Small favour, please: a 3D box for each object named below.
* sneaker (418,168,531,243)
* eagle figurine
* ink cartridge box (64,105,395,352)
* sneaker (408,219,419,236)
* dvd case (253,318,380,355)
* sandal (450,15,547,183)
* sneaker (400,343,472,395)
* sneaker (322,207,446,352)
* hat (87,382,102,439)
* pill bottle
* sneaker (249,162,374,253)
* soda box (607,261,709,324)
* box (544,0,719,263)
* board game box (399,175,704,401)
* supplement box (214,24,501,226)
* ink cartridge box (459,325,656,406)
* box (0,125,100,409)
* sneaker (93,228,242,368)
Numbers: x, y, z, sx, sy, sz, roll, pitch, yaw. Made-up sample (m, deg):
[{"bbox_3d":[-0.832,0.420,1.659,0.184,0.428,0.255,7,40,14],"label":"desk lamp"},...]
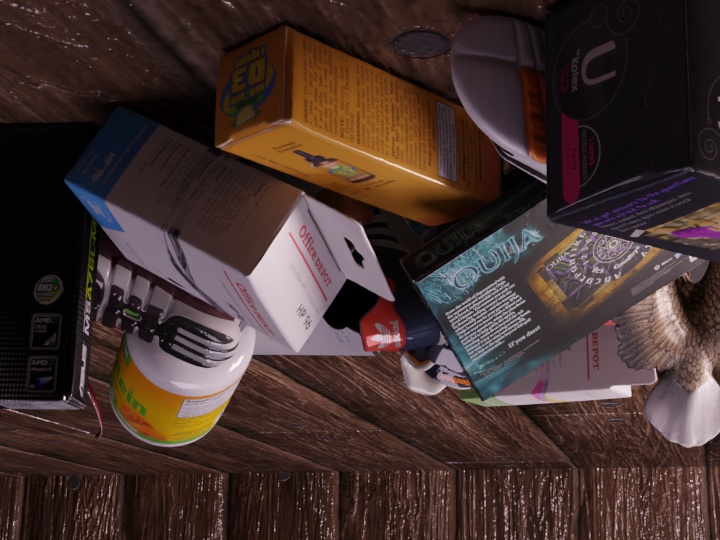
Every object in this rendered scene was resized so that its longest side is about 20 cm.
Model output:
[{"bbox_3d":[0.099,-0.040,0.916,0.113,0.076,0.200,1,165,2],"label":"sneaker"},{"bbox_3d":[0.258,0.022,0.975,0.151,0.152,0.201,38,157,23],"label":"eagle figurine"},{"bbox_3d":[-0.084,-0.019,0.820,0.199,0.068,0.116,26,162,26],"label":"ink cartridge box"},{"bbox_3d":[0.128,-0.005,1.035,0.198,0.081,0.078,7,175,-6],"label":"sneaker"},{"bbox_3d":[-0.088,0.022,1.087,0.199,0.018,0.143,-3,134,43],"label":"dvd case"},{"bbox_3d":[0.127,-0.082,0.737,0.205,0.080,0.059,16,161,-30],"label":"sandal"},{"bbox_3d":[0.088,0.043,0.933,0.078,0.080,0.200,18,156,-12],"label":"sneaker"},{"bbox_3d":[0.000,0.000,0.925,0.084,0.076,0.200,-16,-155,-14],"label":"sneaker"},{"bbox_3d":[-0.251,0.028,0.991,0.199,0.178,0.165,14,160,-39],"label":"hat"},{"bbox_3d":[-0.153,0.069,1.084,0.110,0.112,0.200,5,151,-16],"label":"pill bottle"},{"bbox_3d":[-0.048,-0.039,0.907,0.072,0.086,0.200,-2,168,-24],"label":"sneaker"},{"bbox_3d":[0.237,0.010,1.106,0.198,0.069,0.063,-2,165,9],"label":"soda box"},{"bbox_3d":[0.206,-0.077,0.685,0.199,0.124,0.106,12,162,-34],"label":"box"},{"bbox_3d":[0.137,-0.011,0.829,0.199,0.028,0.136,-32,131,0],"label":"board game box"},{"bbox_3d":[0.004,-0.085,0.781,0.066,0.070,0.199,-14,160,41],"label":"supplement box"},{"bbox_3d":[0.200,0.069,1.227,0.198,0.118,0.067,-7,164,28],"label":"ink cartridge box"},{"bbox_3d":[-0.281,-0.003,0.856,0.198,0.195,0.048,1,167,4],"label":"box"},{"bbox_3d":[-0.169,-0.015,0.952,0.199,0.116,0.076,29,143,-7],"label":"sneaker"}]
